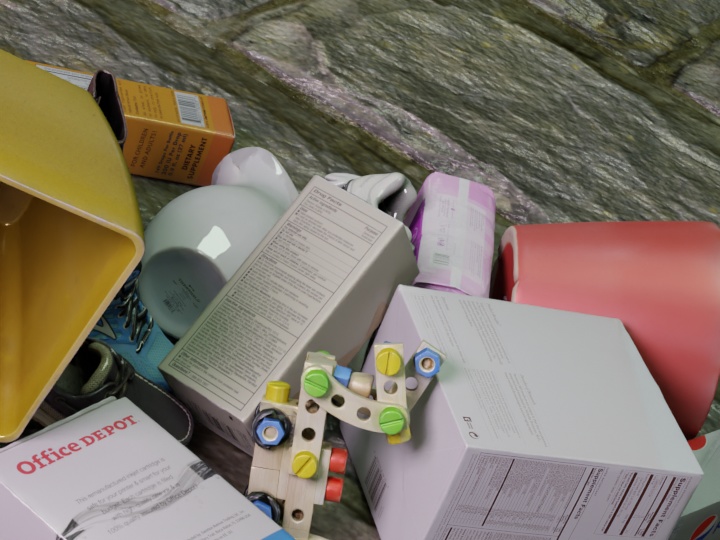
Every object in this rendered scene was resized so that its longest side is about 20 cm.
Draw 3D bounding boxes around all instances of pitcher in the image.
[{"bbox_3d":[-0.091,0.001,1.600,0.172,0.121,0.200,47,27,-4],"label":"pitcher"}]

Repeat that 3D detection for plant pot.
[{"bbox_3d":[0.203,0.044,1.660,0.176,0.201,0.201,7,33,-5],"label":"plant pot"},{"bbox_3d":[-0.265,-0.044,1.257,0.199,0.200,0.177,25,34,-21],"label":"plant pot"}]

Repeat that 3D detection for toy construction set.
[{"bbox_3d":[-0.016,0.142,1.380,0.130,0.201,0.092,8,-4,0],"label":"toy construction set"}]

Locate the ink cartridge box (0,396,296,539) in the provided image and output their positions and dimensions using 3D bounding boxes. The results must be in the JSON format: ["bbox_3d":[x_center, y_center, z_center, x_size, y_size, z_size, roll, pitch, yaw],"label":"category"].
[{"bbox_3d":[-0.146,0.190,1.288,0.200,0.085,0.144,37,33,22],"label":"ink cartridge box"}]

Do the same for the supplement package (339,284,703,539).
[{"bbox_3d":[0.117,0.136,1.483,0.199,0.148,0.192,9,33,-23],"label":"supplement package"}]

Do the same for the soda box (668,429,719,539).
[{"bbox_3d":[0.279,0.184,1.600,0.199,0.064,0.068,-12,45,-44],"label":"soda box"}]

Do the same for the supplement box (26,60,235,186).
[{"bbox_3d":[-0.218,-0.131,1.750,0.199,0.067,0.069,10,36,-20],"label":"supplement box"}]

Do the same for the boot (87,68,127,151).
[{"bbox_3d":[-0.224,-0.093,1.589,0.072,0.167,0.200,11,33,-19],"label":"boot"}]

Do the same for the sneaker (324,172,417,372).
[{"bbox_3d":[0.000,0.000,1.589,0.081,0.075,0.201,-9,55,25],"label":"sneaker"}]

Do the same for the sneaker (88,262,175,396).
[{"bbox_3d":[-0.190,0.028,1.445,0.200,0.090,0.079,46,34,-31],"label":"sneaker"}]

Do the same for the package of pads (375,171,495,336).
[{"bbox_3d":[0.064,0.012,1.664,0.075,0.121,0.200,20,31,-6],"label":"package of pads"}]

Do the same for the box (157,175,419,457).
[{"bbox_3d":[-0.052,0.036,1.479,0.095,0.078,0.200,31,70,28],"label":"box"}]

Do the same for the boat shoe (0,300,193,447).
[{"bbox_3d":[-0.199,0.081,1.396,0.199,0.065,0.072,30,44,-25],"label":"boat shoe"}]
